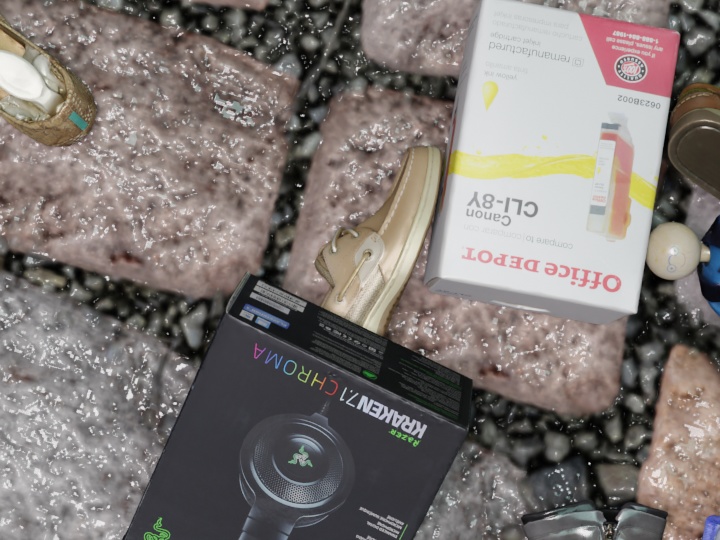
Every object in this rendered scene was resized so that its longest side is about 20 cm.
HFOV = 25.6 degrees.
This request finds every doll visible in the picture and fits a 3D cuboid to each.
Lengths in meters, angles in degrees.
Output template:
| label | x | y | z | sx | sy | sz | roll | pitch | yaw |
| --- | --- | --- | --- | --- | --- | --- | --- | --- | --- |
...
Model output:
| label | x | y | z | sx | sy | sz | roll | pitch | yaw |
| --- | --- | --- | --- | --- | --- | --- | --- | --- | --- |
| doll | 0.294 | -0.012 | 1.087 | 0.198 | 0.049 | 0.138 | 3 | 118 | 6 |

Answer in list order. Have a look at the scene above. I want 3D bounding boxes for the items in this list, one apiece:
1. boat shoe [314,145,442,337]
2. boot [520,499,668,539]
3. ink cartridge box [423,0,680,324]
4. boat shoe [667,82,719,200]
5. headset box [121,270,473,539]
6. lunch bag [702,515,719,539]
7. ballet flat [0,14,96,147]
| label | x | y | z | sx | sy | sz | roll | pitch | yaw |
| --- | --- | --- | --- | --- | --- | --- | --- | --- | --- |
| boat shoe | 0.000 | 0.000 | 1.104 | 0.064 | 0.071 | 0.202 | 23 | 85 | -2 |
| boot | 0.123 | 0.231 | 1.100 | 0.198 | 0.070 | 0.133 | -6 | 83 | -15 |
| ink cartridge box | 0.133 | -0.074 | 1.112 | 0.144 | 0.083 | 0.202 | 10 | 84 | -3 |
| boat shoe | 0.302 | -0.062 | 1.126 | 0.200 | 0.068 | 0.072 | 41 | 128 | -18 |
| headset box | -0.044 | 0.135 | 1.050 | 0.173 | 0.093 | 0.201 | 26 | 108 | -1 |
| lunch bag | 0.297 | 0.281 | 1.055 | 0.169 | 0.124 | 0.202 | 17 | 79 | -25 |
| ballet flat | -0.271 | -0.159 | 1.103 | 0.199 | 0.065 | 0.071 | 30 | 84 | 0 |
